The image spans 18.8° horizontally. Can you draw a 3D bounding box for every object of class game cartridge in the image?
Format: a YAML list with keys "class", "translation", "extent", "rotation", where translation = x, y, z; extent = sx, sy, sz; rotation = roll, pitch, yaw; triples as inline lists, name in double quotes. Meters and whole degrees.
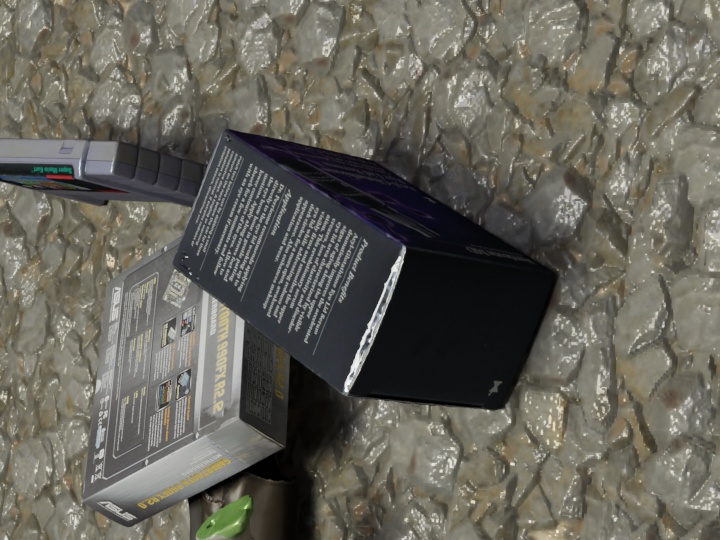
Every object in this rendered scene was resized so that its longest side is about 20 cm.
- class: "game cartridge"
  translation: [-0.202, -0.073, 1.640]
  extent: [0.200, 0.129, 0.038]
  rotation: [4, 87, 46]

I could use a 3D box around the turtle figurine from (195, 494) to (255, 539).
- class: "turtle figurine"
  translation: [-0.026, 0.243, 1.392]
  extent: [0.144, 0.194, 0.200]
  rotation: [-45, 16, -8]

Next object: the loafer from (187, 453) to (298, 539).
- class: "loafer"
  translation: [-0.079, 0.170, 1.519]
  extent: [0.071, 0.073, 0.200]
  rotation: [-39, 58, 36]

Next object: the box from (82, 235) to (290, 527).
- class: "box"
  translation: [-0.120, 0.063, 1.540]
  extent: [0.158, 0.048, 0.200]
  rotation: [-29, 43, 32]

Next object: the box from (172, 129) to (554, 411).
- class: "box"
  translation: [0.000, 0.000, 1.416]
  extent: [0.200, 0.148, 0.105]
  rotation: [33, 106, 41]
